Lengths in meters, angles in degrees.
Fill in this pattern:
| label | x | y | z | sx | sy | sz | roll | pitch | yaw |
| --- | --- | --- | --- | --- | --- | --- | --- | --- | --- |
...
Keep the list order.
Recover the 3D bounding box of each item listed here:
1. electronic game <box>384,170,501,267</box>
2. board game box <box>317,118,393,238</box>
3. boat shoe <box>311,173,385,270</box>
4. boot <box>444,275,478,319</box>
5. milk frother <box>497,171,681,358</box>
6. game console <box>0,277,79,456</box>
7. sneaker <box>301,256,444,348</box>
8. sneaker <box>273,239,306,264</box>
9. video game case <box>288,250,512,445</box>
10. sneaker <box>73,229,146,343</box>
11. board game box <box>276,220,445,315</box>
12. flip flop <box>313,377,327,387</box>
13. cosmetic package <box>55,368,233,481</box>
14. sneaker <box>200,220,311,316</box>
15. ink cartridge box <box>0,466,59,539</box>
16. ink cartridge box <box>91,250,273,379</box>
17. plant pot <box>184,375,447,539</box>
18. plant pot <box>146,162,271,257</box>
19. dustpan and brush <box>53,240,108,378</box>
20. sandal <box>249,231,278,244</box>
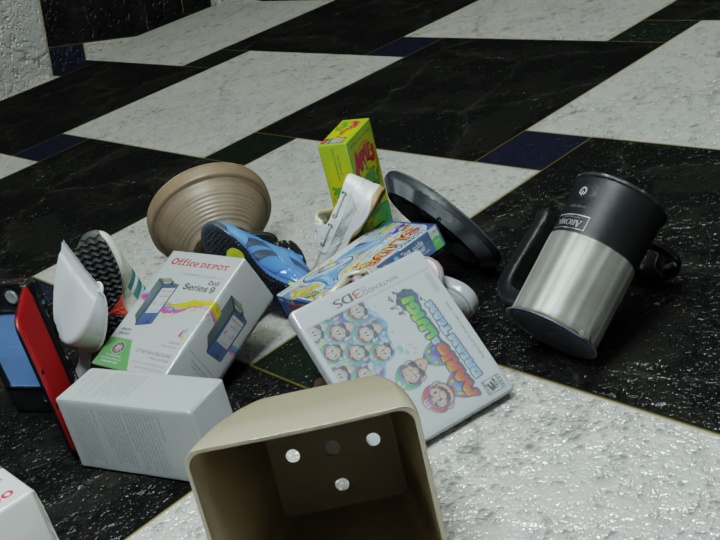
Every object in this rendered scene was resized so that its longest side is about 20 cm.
| label | x | y | z | sx | sy | sz | roll | pitch | yaw |
| --- | --- | --- | --- | --- | --- | --- | --- | --- | --- |
| electronic game | 0.114 | -0.071 | 1.411 | 0.042 | 0.200 | 0.200 | -52 | 33 | -4 |
| board game box | -0.002 | -0.117 | 1.537 | 0.048 | 0.200 | 0.102 | -1 | 29 | 25 |
| boat shoe | -0.035 | -0.064 | 1.471 | 0.069 | 0.200 | 0.071 | 33 | 38 | 0 |
| boot | 0.052 | 0.058 | 1.322 | 0.200 | 0.074 | 0.096 | -1 | 34 | 44 |
| milk frother | 0.289 | 0.016 | 1.217 | 0.188 | 0.200 | 0.180 | -60 | 12 | -10 |
| game console | -0.428 | 0.123 | 1.275 | 0.172 | 0.200 | 0.119 | -3 | 28 | 23 |
| sneaker | 0.021 | 0.035 | 1.232 | 0.200 | 0.088 | 0.081 | -30 | 65 | -21 |
| sneaker | -0.168 | 0.034 | 1.501 | 0.200 | 0.077 | 0.089 | -36 | 2 | -35 |
| video game case | 0.045 | 0.094 | 1.147 | 0.182 | 0.024 | 0.200 | -26 | 72 | -23 |
| sneaker | -0.338 | 0.029 | 1.427 | 0.070 | 0.200 | 0.093 | -16 | 19 | 11 |
| board game box | 0.000 | 0.000 | 1.365 | 0.200 | 0.034 | 0.135 | -36 | 21 | -24 |
| flip flop | -0.024 | 0.141 | 1.193 | 0.081 | 0.058 | 0.200 | -7 | 27 | 15 |
| cosmetic package | -0.245 | 0.178 | 1.183 | 0.200 | 0.102 | 0.071 | 2 | 29 | 29 |
| sneaker | -0.135 | -0.011 | 1.448 | 0.200 | 0.066 | 0.078 | 35 | 39 | -1 |
| ink cartridge box | -0.447 | 0.277 | 1.106 | 0.200 | 0.084 | 0.145 | 14 | 37 | 44 |
| ink cartridge box | -0.230 | 0.077 | 1.328 | 0.145 | 0.088 | 0.200 | 7 | 52 | 38 |
| plant pot | -0.027 | 0.200 | 0.941 | 0.200 | 0.200 | 0.177 | -12 | 15 | 5 |
| plant pot | -0.227 | -0.065 | 1.596 | 0.201 | 0.201 | 0.093 | -19 | 53 | -10 |
| dustpan and brush | -0.369 | 0.078 | 1.342 | 0.057 | 0.200 | 0.140 | 3 | 25 | -39 |
| sandal | -0.213 | 0.005 | 1.559 | 0.200 | 0.075 | 0.048 | -25 | 37 | -2 |
